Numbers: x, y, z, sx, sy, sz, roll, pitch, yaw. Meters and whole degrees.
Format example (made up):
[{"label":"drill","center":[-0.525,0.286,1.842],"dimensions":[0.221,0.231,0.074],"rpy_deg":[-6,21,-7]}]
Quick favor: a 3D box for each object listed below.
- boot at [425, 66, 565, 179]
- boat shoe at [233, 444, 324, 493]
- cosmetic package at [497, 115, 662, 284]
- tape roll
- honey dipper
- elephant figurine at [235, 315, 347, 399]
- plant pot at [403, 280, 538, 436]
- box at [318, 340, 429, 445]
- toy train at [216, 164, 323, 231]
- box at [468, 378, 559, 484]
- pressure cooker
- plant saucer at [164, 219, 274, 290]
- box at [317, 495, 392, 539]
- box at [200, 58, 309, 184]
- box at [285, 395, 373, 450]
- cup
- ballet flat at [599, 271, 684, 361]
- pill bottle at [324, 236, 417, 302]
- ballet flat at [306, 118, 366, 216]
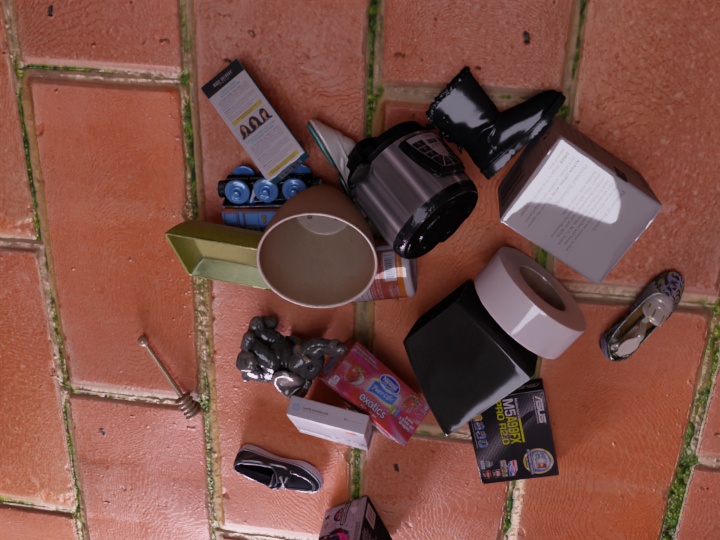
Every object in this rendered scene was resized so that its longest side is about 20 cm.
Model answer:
[{"label":"boot","center":[0.217,-0.267,1.307],"dimensions":[0.162,0.073,0.198],"rpy_deg":[44,111,-5]},{"label":"boat shoe","center":[-0.175,0.434,1.675],"dimensions":[0.197,0.068,0.073],"rpy_deg":[24,116,-2]},{"label":"cosmetic package","center":[0.350,-0.120,1.294],"dimensions":[0.198,0.165,0.166],"rpy_deg":[31,114,-7]},{"label":"tape roll","center":[0.293,0.054,1.361],"dimensions":[0.201,0.203,0.071],"rpy_deg":[36,114,-8]},{"label":"honey dipper","center":[-0.400,0.220,1.635],"dimensions":[0.038,0.038,0.202],"rpy_deg":[-26,106,19]},{"label":"elephant figurine","center":[-0.131,0.177,1.516],"dimensions":[0.196,0.155,0.144],"rpy_deg":[18,87,4]},{"label":"plant pot","center":[0.191,0.139,1.430],"dimensions":[0.199,0.200,0.178],"rpy_deg":[-38,90,22]},{"label":"box","center":[0.026,0.234,1.521],"dimensions":[0.199,0.100,0.096],"rpy_deg":[41,78,-9]},{"label":"toy train","center":[-0.160,-0.126,1.421],"dimensions":[0.196,0.087,0.116],"rpy_deg":[-1,123,7]},{"label":"box","center":[0.299,0.321,1.563],"dimensions":[0.157,0.044,0.203],"rpy_deg":[-9,112,13]},{"label":"pressure cooker","center":[0.073,-0.143,1.298],"dimensions":[0.177,0.176,0.201],"rpy_deg":[-36,70,-6]},{"label":"plant saucer","center":[-0.238,-0.032,1.445],"dimensions":[0.196,0.049,0.200],"rpy_deg":[10,159,5]},{"label":"box","center":[-0.019,0.597,1.649],"dimensions":[0.113,0.201,0.134],"rpy_deg":[-23,108,17]},{"label":"box","center":[-0.178,-0.251,1.341],"dimensions":[0.082,0.049,0.201],"rpy_deg":[-36,85,4]},{"label":"box","center":[-0.056,0.299,1.536],"dimensions":[0.153,0.200,0.042],"rpy_deg":[13,72,9]},{"label":"cup","center":[-0.066,-0.060,1.323],"dimensions":[0.196,0.145,0.203],"rpy_deg":[2,132,2]},{"label":"ballet flat","center":[0.510,0.092,1.415],"dimensions":[0.071,0.072,0.201],"rpy_deg":[34,114,-7]},{"label":"pill bottle","center":[0.000,0.000,1.433],"dimensions":[0.196,0.113,0.114],"rpy_deg":[-6,113,12]},{"label":"ballet flat","center":[-0.023,-0.189,1.386],"dimensions":[0.068,0.070,0.202],"rpy_deg":[-23,112,18]}]
